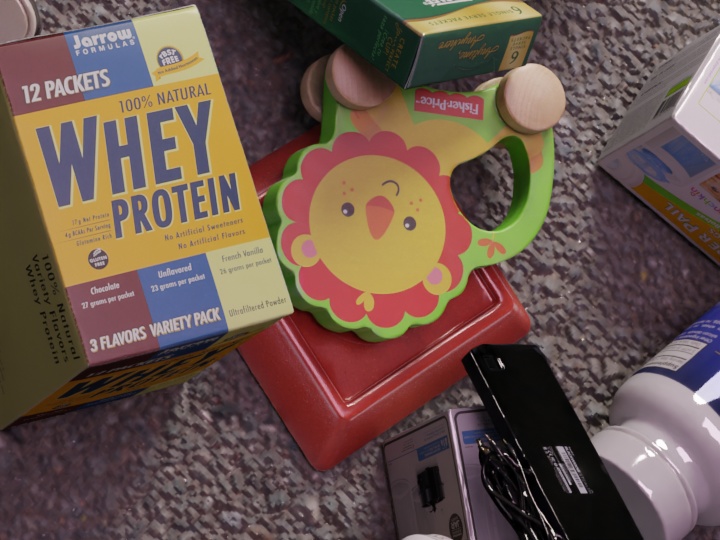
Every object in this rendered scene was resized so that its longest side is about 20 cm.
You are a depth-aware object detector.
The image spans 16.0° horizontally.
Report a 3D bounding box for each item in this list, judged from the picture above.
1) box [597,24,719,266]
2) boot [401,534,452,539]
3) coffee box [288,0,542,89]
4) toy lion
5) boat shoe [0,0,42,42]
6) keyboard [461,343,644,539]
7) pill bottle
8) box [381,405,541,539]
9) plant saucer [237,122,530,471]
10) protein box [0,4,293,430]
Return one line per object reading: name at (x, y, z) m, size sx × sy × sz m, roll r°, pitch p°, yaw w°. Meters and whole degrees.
box at (0.288, -0.066, 1.814) m, size 0.200 × 0.112 × 0.101 m, roll 39°, pitch 63°, yaw -10°
boot at (0.112, 0.211, 1.570) m, size 0.200 × 0.074 × 0.096 m, roll 44°, pitch 53°, yaw -7°
coffee box at (0.011, -0.193, 1.691) m, size 0.123 × 0.044 × 0.200 m, roll -12°, pitch 42°, yaw -43°
toy lion at (0.033, -0.048, 1.695) m, size 0.199 × 0.069 × 0.192 m, roll 6°, pitch 81°, yaw -22°
boat shoe at (-0.269, -0.225, 1.636) m, size 0.067 × 0.057 × 0.200 m, roll -29°, pitch 101°, yaw 6°
keyboard at (0.111, 0.133, 1.586) m, size 0.104 × 0.040 × 0.200 m, roll 5°, pitch 48°, yaw -44°
pill bottle at (0.241, 0.103, 1.746) m, size 0.200 × 0.120 × 0.120 m, roll -38°, pitch 93°, yaw -26°
box at (0.077, 0.194, 1.653) m, size 0.060 × 0.117 × 0.201 m, roll -5°, pitch 79°, yaw -24°
plant saucer at (0.000, 0.000, 1.717) m, size 0.200 × 0.037 × 0.200 m, roll -32°, pitch 90°, yaw -28°
protein box at (-0.162, -0.029, 1.562) m, size 0.135 × 0.200 × 0.199 m, roll -14°, pitch 82°, yaw -25°
